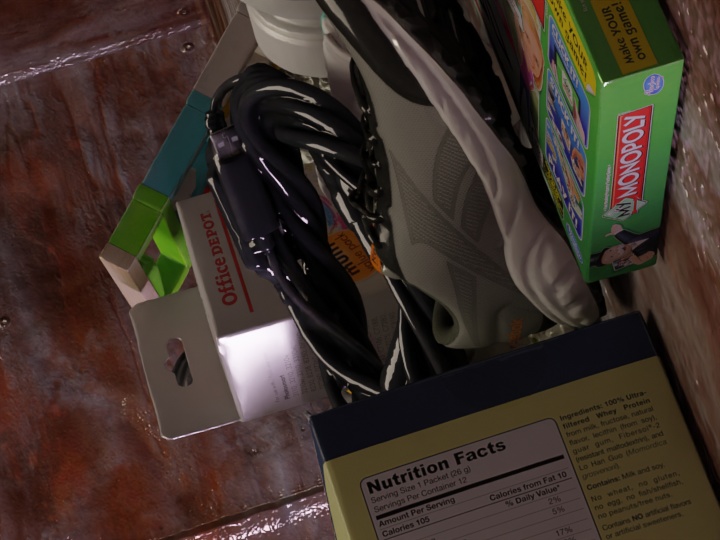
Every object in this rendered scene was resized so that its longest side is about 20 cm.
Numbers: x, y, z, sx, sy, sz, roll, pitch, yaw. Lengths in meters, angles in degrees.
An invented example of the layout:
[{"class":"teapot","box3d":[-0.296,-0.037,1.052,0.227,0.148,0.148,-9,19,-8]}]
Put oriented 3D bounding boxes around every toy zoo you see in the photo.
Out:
[{"class":"toy zoo","box3d":[-0.086,-0.074,1.206,0.201,0.020,0.131,-62,-9,-12]}]

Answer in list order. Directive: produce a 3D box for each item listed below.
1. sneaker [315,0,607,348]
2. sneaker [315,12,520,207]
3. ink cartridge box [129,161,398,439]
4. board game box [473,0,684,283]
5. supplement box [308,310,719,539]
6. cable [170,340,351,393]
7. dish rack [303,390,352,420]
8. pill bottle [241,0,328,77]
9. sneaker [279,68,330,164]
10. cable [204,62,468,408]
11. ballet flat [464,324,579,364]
[{"class":"sneaker","box3d":[0.025,-0.039,0.775,0.074,0.079,0.200,-98,-19,-51]},{"class":"sneaker","box3d":[0.010,-0.083,0.926,0.089,0.075,0.200,46,163,-7]},{"class":"ink cartridge box","box3d":[-0.027,0.005,1.114,0.115,0.199,0.068,-112,7,-47]},{"class":"board game box","box3d":[0.059,-0.113,0.715,0.135,0.029,0.201,80,172,-63]},{"class":"supplement box","box3d":[0.077,0.159,0.813,0.200,0.134,0.200,83,169,-64]},{"class":"cable","box3d":[-0.034,0.038,1.204,0.200,0.050,0.098,-6,-85,-58]},{"class":"dish rack","box3d":[0.059,0.129,1.078,0.200,0.044,0.172,41,178,-3]},{"class":"pill bottle","box3d":[-0.026,-0.188,0.949,0.200,0.112,0.113,78,173,-48]},{"class":"sneaker","box3d":[-0.001,-0.088,1.255,0.070,0.099,0.200,53,137,25]},{"class":"cable","box3d":[0.000,0.000,0.926,0.163,0.051,0.201,8,123,61]},{"class":"ballet flat","box3d":[0.073,0.052,0.934,0.076,0.064,0.201,-109,5,-49]}]
